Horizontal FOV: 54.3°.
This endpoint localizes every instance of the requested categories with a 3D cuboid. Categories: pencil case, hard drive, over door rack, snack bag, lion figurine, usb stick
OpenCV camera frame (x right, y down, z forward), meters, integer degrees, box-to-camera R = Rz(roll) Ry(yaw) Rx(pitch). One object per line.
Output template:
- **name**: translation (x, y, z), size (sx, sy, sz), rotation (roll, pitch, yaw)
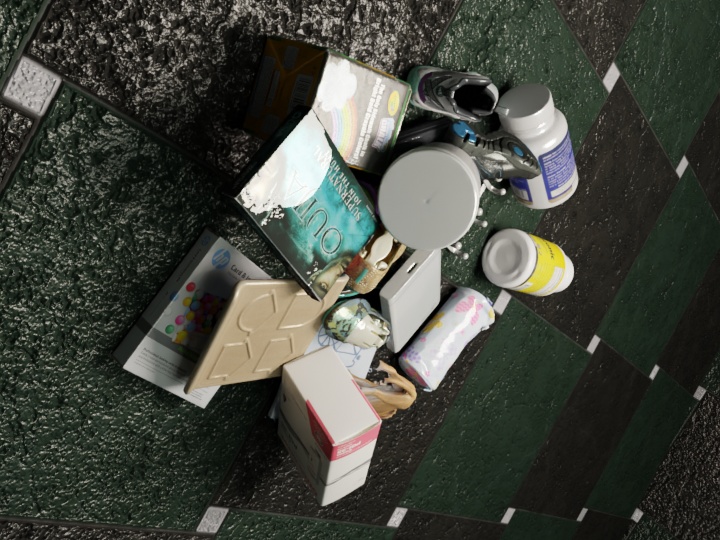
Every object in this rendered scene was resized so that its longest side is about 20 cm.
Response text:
- **pencil case**: translation (0.158, 0.123, 1.280), size (0.200, 0.083, 0.091), rotation (-46, 114, -15)
- **hard drive**: translation (0.086, 0.044, 1.157), size (0.132, 0.027, 0.200), rotation (-48, 157, -19)
- **over door rack**: translation (0.166, -0.119, 1.174), size (0.200, 0.066, 0.148), rotation (36, 84, -48)
- **snack bag**: translation (-0.048, 0.151, 1.143), size (0.188, 0.021, 0.201), rotation (7, 109, -45)
- **lion figurine**: translation (0.039, 0.201, 1.128), size (0.122, 0.200, 0.073), rotation (28, 72, -18)
- **usb stick**: translation (0.059, -0.185, 1.048), size (0.199, 0.033, 0.056), rotation (-24, 145, -30)

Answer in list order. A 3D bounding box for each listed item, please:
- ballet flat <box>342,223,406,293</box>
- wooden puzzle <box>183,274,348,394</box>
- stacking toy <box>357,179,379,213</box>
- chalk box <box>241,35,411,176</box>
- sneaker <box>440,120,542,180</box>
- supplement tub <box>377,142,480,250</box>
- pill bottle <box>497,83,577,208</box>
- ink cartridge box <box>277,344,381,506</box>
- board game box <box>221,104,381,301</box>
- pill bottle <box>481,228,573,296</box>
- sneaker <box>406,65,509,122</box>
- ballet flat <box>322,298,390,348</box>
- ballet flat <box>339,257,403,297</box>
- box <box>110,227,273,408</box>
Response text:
- **ballet flat**: translation (0.039, -0.044, 1.036), size (0.065, 0.070, 0.201), rotation (-48, -170, 46)
- **wooden puzzle**: translation (-0.127, 0.073, 0.920), size (0.199, 0.046, 0.186), rotation (-6, 136, -48)
- **stacking toy**: translation (-0.013, -0.087, 1.005), size (0.200, 0.116, 0.111), rotation (-30, 132, -45)
- **chalk box**: translation (-0.027, -0.204, 0.902), size (0.199, 0.124, 0.126), rotation (8, 104, -47)
- **sneaker**: translation (0.200, -0.176, 1.112), size (0.199, 0.074, 0.082), rotation (11, 134, -30)
- **supplement tub**: translation (0.099, -0.107, 0.961), size (0.200, 0.131, 0.133), rotation (-46, 153, -73)
- **pill bottle**: translation (0.303, -0.216, 1.216), size (0.120, 0.119, 0.200), rotation (-46, 136, -16)
- **ink cartridge box**: translation (-0.051, 0.232, 1.029), size (0.082, 0.147, 0.201), rotation (-22, 145, -26)
- **board game box**: translation (-0.059, -0.072, 0.819), size (0.136, 0.028, 0.200), rotation (-53, 137, -16)
- **pill bottle**: translation (0.332, -0.010, 1.360), size (0.199, 0.111, 0.112), rotation (13, 102, -47)
- **sneaker**: translation (0.177, -0.255, 1.056), size (0.199, 0.140, 0.078), rotation (-9, 117, -41)
- **ballet flat**: translation (0.005, 0.084, 1.028), size (0.075, 0.074, 0.200), rotation (-64, 164, 3)
- **ballet flat**: translation (0.000, 0.000, 1.084), size (0.199, 0.068, 0.069), rotation (-5, 105, -54)
- **box**: translation (-0.206, 0.067, 0.931), size (0.201, 0.041, 0.156), rotation (-55, 138, -8)
